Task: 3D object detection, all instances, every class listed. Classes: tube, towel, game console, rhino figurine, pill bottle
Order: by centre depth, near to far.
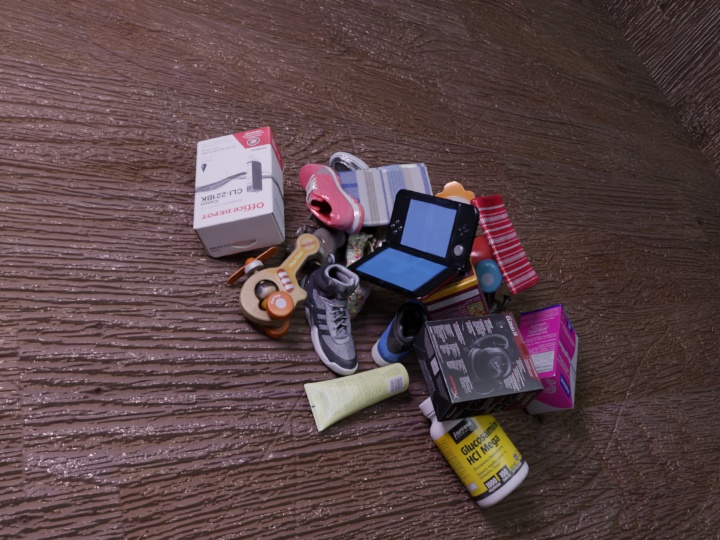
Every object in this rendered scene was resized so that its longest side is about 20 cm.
[{"bbox_3d":[-0.004,0.206,1.080,0.196,0.053,0.058,-12,32,-37],"label":"tube"},{"bbox_3d":[0.193,0.296,1.105,0.111,0.113,0.202,-26,75,-44],"label":"pill bottle"},{"bbox_3d":[0.090,-0.053,1.124,0.117,0.178,0.197,6,10,-46],"label":"game console"},{"bbox_3d":[-0.071,-0.072,1.230,0.086,0.060,0.201,33,37,-3],"label":"rhino figurine"},{"bbox_3d":[0.288,-0.056,1.255,0.143,0.022,0.205,-11,76,-56],"label":"towel"},{"bbox_3d":[0.052,-0.150,1.274,0.193,0.024,0.150,-6,58,-6],"label":"towel"}]

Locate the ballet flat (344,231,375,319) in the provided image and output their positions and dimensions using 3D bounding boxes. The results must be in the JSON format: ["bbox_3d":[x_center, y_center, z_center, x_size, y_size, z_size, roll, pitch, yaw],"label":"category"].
[{"bbox_3d":[0.000,0.000,1.212,0.062,0.077,0.204,-6,52,10],"label":"ballet flat"}]

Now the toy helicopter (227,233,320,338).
[{"bbox_3d":[-0.140,0.005,1.093,0.130,0.080,0.201,32,56,6],"label":"toy helicopter"}]

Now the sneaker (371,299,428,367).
[{"bbox_3d":[0.103,0.094,1.193,0.077,0.112,0.199,45,43,4],"label":"sneaker"}]

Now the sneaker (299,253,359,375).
[{"bbox_3d":[-0.041,0.073,1.102,0.074,0.114,0.204,-5,61,-37],"label":"sneaker"}]

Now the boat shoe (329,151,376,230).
[{"bbox_3d":[0.003,-0.168,1.346,0.200,0.072,0.071,46,39,-1],"label":"boat shoe"}]

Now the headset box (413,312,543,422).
[{"bbox_3d":[0.207,0.161,1.080,0.194,0.078,0.152,-4,56,-21],"label":"headset box"}]

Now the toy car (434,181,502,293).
[{"bbox_3d":[0.213,-0.078,1.286,0.171,0.206,0.185,-2,17,13],"label":"toy car"}]

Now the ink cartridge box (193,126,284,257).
[{"bbox_3d":[-0.212,-0.140,1.113,0.140,0.084,0.205,-11,57,5],"label":"ink cartridge box"}]

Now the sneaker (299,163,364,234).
[{"bbox_3d":[-0.073,-0.147,1.205,0.085,0.075,0.200,-1,38,-43],"label":"sneaker"}]

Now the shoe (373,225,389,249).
[{"bbox_3d":[0.070,-0.086,1.305,0.069,0.053,0.206,20,69,-34],"label":"shoe"}]

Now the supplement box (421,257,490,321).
[{"bbox_3d":[0.186,0.077,1.190,0.087,0.107,0.203,-95,163,-51],"label":"supplement box"}]

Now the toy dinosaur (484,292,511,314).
[{"bbox_3d":[0.286,0.113,1.351,0.101,0.076,0.206,-23,104,-42],"label":"toy dinosaur"}]

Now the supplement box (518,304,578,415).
[{"bbox_3d":[0.387,0.184,1.320,0.102,0.101,0.202,52,40,-26],"label":"supplement box"}]
